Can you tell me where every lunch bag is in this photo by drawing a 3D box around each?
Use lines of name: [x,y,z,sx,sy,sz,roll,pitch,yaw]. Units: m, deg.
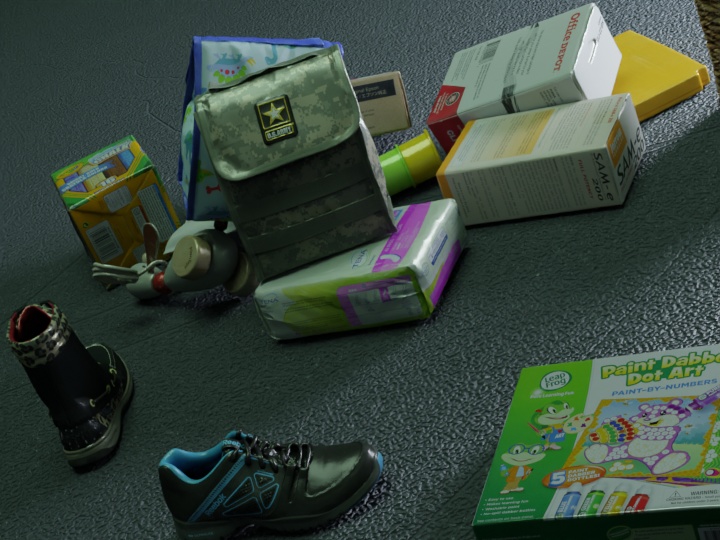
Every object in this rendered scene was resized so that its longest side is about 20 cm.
lunch bag: [-0.112,-0.162,1.549,0.168,0.202,0.128,-1,32,-15]
lunch bag: [-0.067,-0.117,1.442,0.162,0.202,0.118,-19,24,5]

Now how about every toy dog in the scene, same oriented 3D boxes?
toy dog: [-0.204,-0.023,1.625,0.198,0.132,0.098,1,73,27]

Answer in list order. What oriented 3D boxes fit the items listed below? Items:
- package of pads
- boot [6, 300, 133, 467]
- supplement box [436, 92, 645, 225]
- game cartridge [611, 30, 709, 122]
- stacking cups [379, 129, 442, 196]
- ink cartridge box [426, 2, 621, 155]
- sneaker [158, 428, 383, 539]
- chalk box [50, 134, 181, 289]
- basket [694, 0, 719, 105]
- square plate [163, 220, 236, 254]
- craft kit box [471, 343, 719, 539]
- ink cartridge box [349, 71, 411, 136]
package of pads: [0.000,0.000,1.474,0.198,0.069,0.155,-10,28,27]
boot: [-0.300,0.089,1.448,0.073,0.155,0.204,-20,26,4]
supplement box: [0.198,-0.119,1.529,0.198,0.074,0.126,-7,30,30]
game cartridge: [0.302,-0.221,1.691,0.175,0.033,0.200,-27,29,-7]
stacking cups: [0.003,-0.097,1.669,0.198,0.061,0.061,-27,26,0]
ink cartridge box: [0.194,-0.214,1.643,0.198,0.084,0.145,-16,36,36]
sneaker: [-0.079,0.176,1.192,0.197,0.083,0.073,-16,25,12]
chalk box: [-0.317,-0.086,1.823,0.123,0.126,0.200,-27,28,-8]
basket: [0.467,-0.248,1.470,0.142,0.150,0.200,-28,26,-11]
square plate: [-0.129,-0.094,1.736,0.196,0.029,0.200,-17,17,37]
craft kit box: [0.202,0.138,1.083,0.198,0.049,0.198,-10,27,25]
ink cartridge box: [-0.035,-0.198,1.768,0.163,0.076,0.200,-13,6,-7]
